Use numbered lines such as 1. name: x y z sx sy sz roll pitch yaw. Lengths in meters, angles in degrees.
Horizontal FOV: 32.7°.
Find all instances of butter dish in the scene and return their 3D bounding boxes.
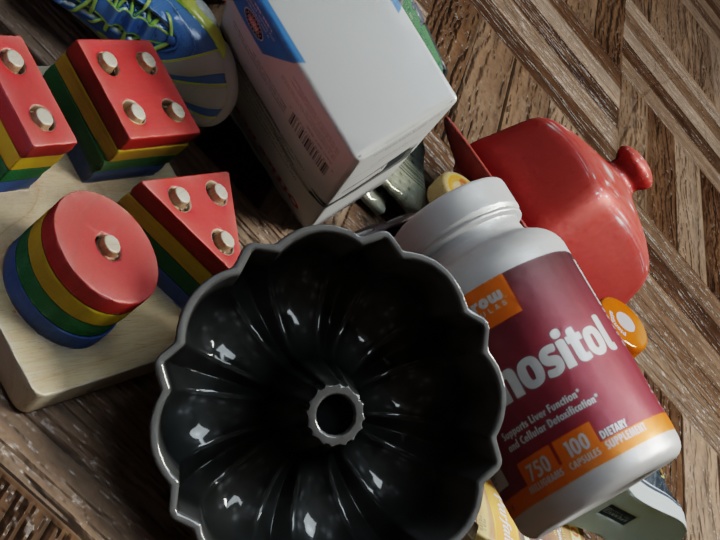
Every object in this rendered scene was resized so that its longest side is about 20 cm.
1. butter dish: 0.187 -0.053 1.072 0.200 0.147 0.201 54 4 -42

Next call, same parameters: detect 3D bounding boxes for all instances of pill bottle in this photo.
1. pill bottle: 0.100 0.050 0.756 0.112 0.113 0.202 -3 59 -56

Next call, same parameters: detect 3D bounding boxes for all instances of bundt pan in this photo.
1. bundt pan: -0.024 0.077 0.686 0.202 0.202 0.076 49 -13 -11

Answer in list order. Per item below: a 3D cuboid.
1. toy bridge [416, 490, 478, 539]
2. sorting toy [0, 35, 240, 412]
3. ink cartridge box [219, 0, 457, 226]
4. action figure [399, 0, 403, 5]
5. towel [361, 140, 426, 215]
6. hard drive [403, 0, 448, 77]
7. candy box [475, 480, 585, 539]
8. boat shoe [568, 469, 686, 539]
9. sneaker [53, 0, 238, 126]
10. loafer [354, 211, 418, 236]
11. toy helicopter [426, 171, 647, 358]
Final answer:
1. toy bridge: 0.063 0.104 0.803 0.067 0.027 0.200 47 28 -8
2. sorting toy: -0.150 -0.043 0.706 0.201 0.069 0.199 60 29 8
3. ink cartridge box: -0.028 -0.127 0.840 0.084 0.200 0.146 -31 87 -16
4. action figure: 0.002 -0.212 0.851 0.054 0.201 0.119 -28 64 -24
5. towel: -0.018 -0.149 1.055 0.199 0.034 0.194 39 31 -24
6. hard drive: 0.015 -0.188 1.035 0.141 0.037 0.201 61 26 -21
7. candy box: 0.077 0.156 0.856 0.199 0.055 0.117 34 35 -32
8. boat shoe: 0.163 0.133 0.890 0.200 0.070 0.092 38 29 -41
9. sneaker: -0.168 -0.173 0.812 0.201 0.076 0.105 52 31 7
10. loafer: 0.000 0.000 0.890 0.072 0.063 0.200 54 29 -2
11. toy helicopter: 0.104 0.013 0.878 0.131 0.079 0.201 -9 60 -49
